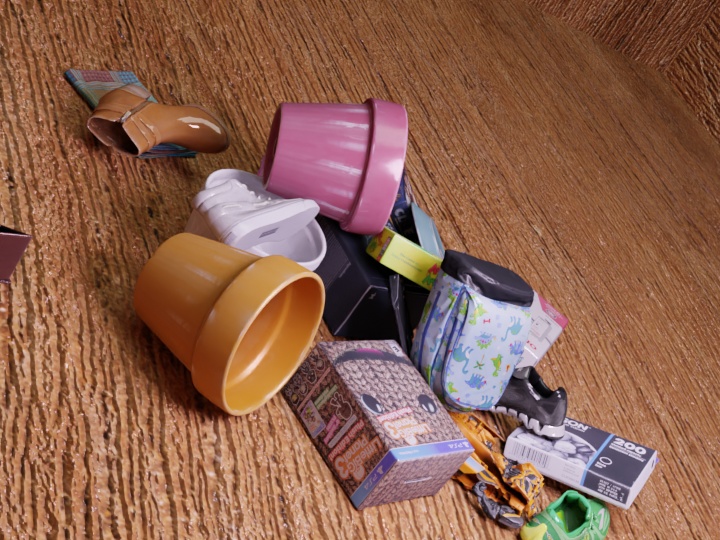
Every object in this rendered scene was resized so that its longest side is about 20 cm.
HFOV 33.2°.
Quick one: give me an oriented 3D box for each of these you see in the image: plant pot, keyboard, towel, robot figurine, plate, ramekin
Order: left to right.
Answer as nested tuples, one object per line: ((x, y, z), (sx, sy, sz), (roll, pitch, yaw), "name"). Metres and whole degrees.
((-0.359, -0.251, 1.911), (0.200, 0.022, 0.146), (48, 29, 20), "towel")
((-0.175, 0.048, 1.508), (0.183, 0.201, 0.200), (31, 24, 22), "plant pot")
((-0.159, -0.040, 1.733), (0.199, 0.105, 0.201), (27, 29, -17), "ramekin")
((-0.043, -0.162, 1.754), (0.178, 0.201, 0.201), (10, 34, -13), "plant pot")
((0.062, 0.093, 1.732), (0.020, 0.201, 0.127), (-6, 33, 8), "keyboard")
((0.122, -0.017, 1.924), (0.200, 0.025, 0.201), (-19, 90, -82), "plate")
((0.175, 0.271, 1.695), (0.200, 0.058, 0.145), (40, 29, 7), "robot figurine")

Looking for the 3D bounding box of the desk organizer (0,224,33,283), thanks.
((-0.486, -0.042, 1.383), (0.199, 0.077, 0.072), (5, 41, -46), "desk organizer")

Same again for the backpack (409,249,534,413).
((0.149, 0.096, 1.672), (0.163, 0.201, 0.154), (21, 20, -39), "backpack")

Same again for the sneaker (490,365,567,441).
((0.226, 0.175, 1.819), (0.199, 0.091, 0.066), (23, 21, 23), "sneaker")

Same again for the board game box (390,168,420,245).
((0.087, -0.065, 2.006), (0.136, 0.034, 0.201), (-93, 164, -55), "board game box")

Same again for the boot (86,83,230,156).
((-0.302, -0.204, 1.806), (0.199, 0.074, 0.155), (21, 27, 0), "boot")

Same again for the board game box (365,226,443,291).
((0.112, 0.007, 1.766), (0.199, 0.048, 0.102), (29, 3, -15), "board game box")

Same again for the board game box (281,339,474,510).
((0.022, 0.197, 1.589), (0.159, 0.097, 0.200), (1, 44, -48), "board game box")

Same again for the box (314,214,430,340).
((0.000, 0.000, 1.853), (0.148, 0.107, 0.200), (10, 37, -42), "box")

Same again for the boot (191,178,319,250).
((-0.140, -0.089, 1.634), (0.096, 0.074, 0.200), (50, 30, 13), "boot")

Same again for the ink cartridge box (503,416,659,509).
((0.342, 0.270, 1.834), (0.197, 0.044, 0.200), (20, 21, 22), "ink cartridge box")

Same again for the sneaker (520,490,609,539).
((0.304, 0.353, 1.693), (0.199, 0.084, 0.074), (-3, 47, -53), "sneaker")

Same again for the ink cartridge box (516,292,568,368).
((0.249, 0.097, 2.019), (0.146, 0.083, 0.200), (41, 28, 7), "ink cartridge box")

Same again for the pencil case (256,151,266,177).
((-0.135, -0.127, 1.919), (0.082, 0.087, 0.200), (5, 29, 6), "pencil case")
